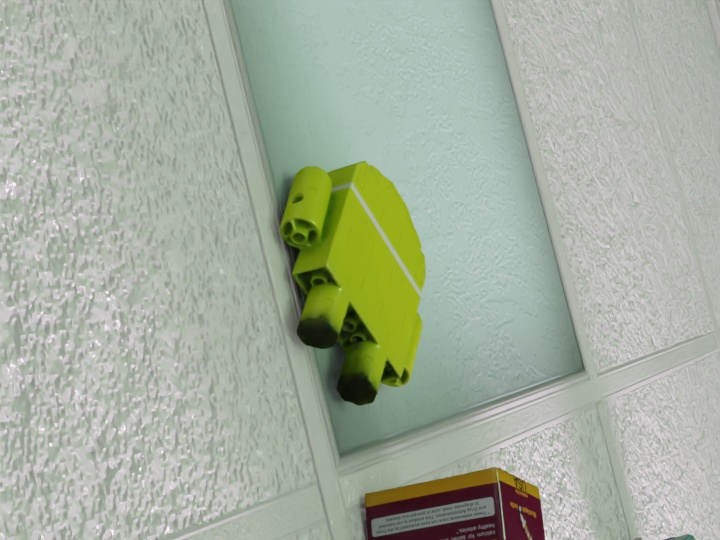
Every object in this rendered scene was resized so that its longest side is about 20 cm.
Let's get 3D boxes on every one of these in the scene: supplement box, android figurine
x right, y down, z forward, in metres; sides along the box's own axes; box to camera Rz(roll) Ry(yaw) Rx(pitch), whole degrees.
[{"bbox_3d":[0.075,0.254,1.043,0.086,0.110,0.202,31,49,-56],"label":"supplement box"},{"bbox_3d":[0.000,0.000,1.116,0.182,0.041,0.201,55,31,-34],"label":"android figurine"}]

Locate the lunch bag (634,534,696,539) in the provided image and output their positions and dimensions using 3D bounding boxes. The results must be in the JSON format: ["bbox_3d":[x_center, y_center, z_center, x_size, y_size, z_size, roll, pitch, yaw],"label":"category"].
[{"bbox_3d":[0.326,0.378,1.529,0.160,0.077,0.202,4,72,-62],"label":"lunch bag"}]
